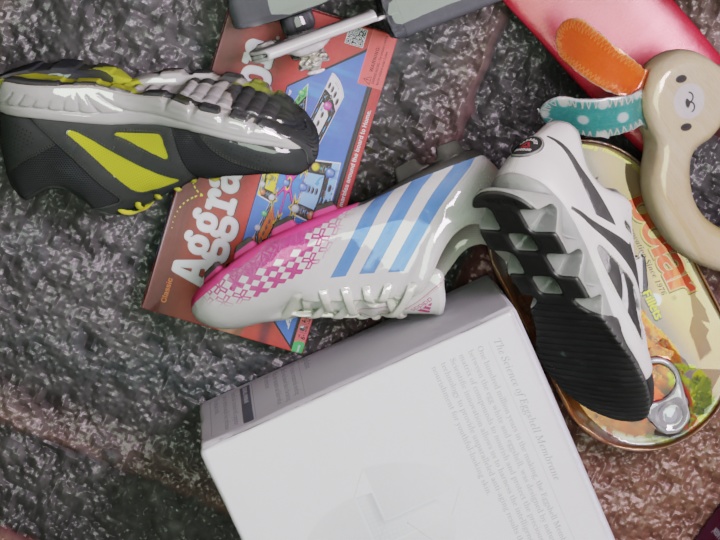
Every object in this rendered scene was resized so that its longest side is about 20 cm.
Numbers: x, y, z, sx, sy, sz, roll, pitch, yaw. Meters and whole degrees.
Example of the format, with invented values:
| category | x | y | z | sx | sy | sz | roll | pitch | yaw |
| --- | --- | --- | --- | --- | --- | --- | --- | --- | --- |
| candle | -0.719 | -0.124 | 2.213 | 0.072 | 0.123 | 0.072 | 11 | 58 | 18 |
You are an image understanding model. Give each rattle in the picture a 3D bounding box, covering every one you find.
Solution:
| category | x | y | z | sx | sy | sz | roll | pitch | yaw |
| --- | --- | --- | --- | --- | --- | --- | --- | --- | --- |
| rattle | 0.213 | -0.069 | 1.605 | 0.130 | 0.143 | 0.200 | -46 | 119 | 7 |

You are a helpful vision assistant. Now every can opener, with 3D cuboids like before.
| category | x | y | z | sx | sy | sz | roll | pitch | yaw |
| --- | --- | --- | --- | --- | --- | --- | --- | --- | --- |
| can opener | 0.023 | -0.164 | 1.620 | 0.199 | 0.053 | 0.067 | -17 | 99 | -2 |

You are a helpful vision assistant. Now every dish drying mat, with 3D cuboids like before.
| category | x | y | z | sx | sy | sz | roll | pitch | yaw |
| --- | --- | --- | --- | --- | --- | --- | --- | --- | --- |
| dish drying mat | 0.142 | -0.155 | 1.668 | 0.077 | 0.018 | 0.200 | -43 | 99 | 3 |

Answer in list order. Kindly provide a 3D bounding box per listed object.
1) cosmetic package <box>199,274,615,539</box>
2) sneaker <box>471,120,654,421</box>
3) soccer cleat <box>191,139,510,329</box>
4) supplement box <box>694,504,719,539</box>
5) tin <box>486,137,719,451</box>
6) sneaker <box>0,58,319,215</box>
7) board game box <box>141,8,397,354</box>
| category | x | y | z | sx | sy | sz | roll | pitch | yaw |
| --- | --- | --- | --- | --- | --- | --- | --- | --- | --- |
| cosmetic package | 0.033 | 0.139 | 1.656 | 0.199 | 0.123 | 0.200 | -23 | 101 | 1 |
| sneaker | 0.137 | 0.000 | 1.621 | 0.089 | 0.074 | 0.201 | -54 | 135 | -33 |
| soccer cleat | 0.000 | 0.000 | 1.629 | 0.199 | 0.070 | 0.087 | -27 | 79 | 0 |
| supplement box | 0.259 | 0.178 | 1.687 | 0.085 | 0.110 | 0.200 | 34 | 95 | -9 |
| tin | 0.150 | 0.013 | 1.687 | 0.112 | 0.042 | 0.201 | -27 | 100 | 4 |
| sneaker | -0.119 | -0.072 | 1.630 | 0.199 | 0.074 | 0.085 | 10 | 112 | 15 |
| board game box | -0.055 | -0.060 | 1.668 | 0.102 | 0.019 | 0.201 | 16 | 98 | -6 |
